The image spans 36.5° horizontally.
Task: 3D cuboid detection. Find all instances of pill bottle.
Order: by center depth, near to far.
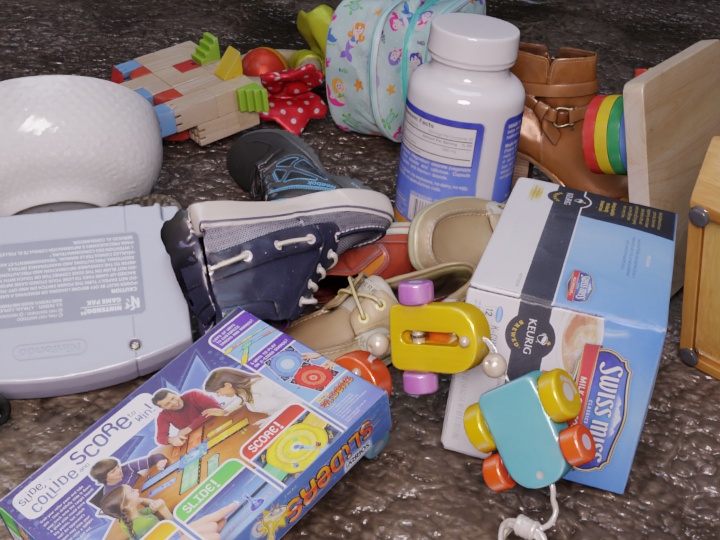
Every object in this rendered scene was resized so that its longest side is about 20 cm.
[{"bbox_3d":[0.094,-0.130,1.020,0.110,0.203,0.112,5,27,-3],"label":"pill bottle"}]

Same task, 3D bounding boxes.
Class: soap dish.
[{"bbox_3d":[0.316,0.016,0.816,0.081,0.202,0.156,-36,47,-27],"label":"soap dish"}]

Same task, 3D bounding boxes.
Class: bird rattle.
[{"bbox_3d":[-0.096,-0.227,1.316,0.161,0.114,0.201,5,39,23],"label":"bird rattle"}]

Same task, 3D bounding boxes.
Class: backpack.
[{"bbox_3d":[0.051,-0.241,1.247,0.149,0.180,0.199,20,35,35],"label":"backpack"}]

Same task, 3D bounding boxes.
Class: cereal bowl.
[{"bbox_3d":[-0.257,-0.077,0.907,0.197,0.200,0.084,-7,71,-23],"label":"cereal bowl"}]

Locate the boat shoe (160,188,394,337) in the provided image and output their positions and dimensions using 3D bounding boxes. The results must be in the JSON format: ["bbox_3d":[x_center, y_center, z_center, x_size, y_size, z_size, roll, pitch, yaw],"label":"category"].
[{"bbox_3d":[-0.049,-0.002,0.812,0.198,0.075,0.094,-8,72,-34],"label":"boat shoe"}]

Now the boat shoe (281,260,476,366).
[{"bbox_3d":[0.010,0.034,0.841,0.198,0.067,0.074,-15,34,-33],"label":"boat shoe"}]

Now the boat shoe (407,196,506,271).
[{"bbox_3d":[0.126,-0.024,0.929,0.198,0.073,0.065,3,2,-39],"label":"boat shoe"}]

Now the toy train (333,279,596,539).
[{"bbox_3d":[0.057,0.091,0.688,0.199,0.152,0.055,31,24,26],"label":"toy train"}]

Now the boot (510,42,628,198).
[{"bbox_3d":[0.233,-0.152,1.135,0.197,0.157,0.077,13,28,12],"label":"boot"}]

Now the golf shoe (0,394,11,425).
[{"bbox_3d":[-0.275,0.114,0.632,0.091,0.074,0.201,9,28,3],"label":"golf shoe"}]

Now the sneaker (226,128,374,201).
[{"bbox_3d":[-0.069,-0.077,1.026,0.081,0.074,0.199,-21,38,-40],"label":"sneaker"}]

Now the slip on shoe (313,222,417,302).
[{"bbox_3d":[0.000,0.000,0.919,0.197,0.074,0.062,-3,63,-28],"label":"slip on shoe"}]

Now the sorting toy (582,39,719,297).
[{"bbox_3d":[0.270,-0.093,1.004,0.069,0.202,0.199,6,23,36],"label":"sorting toy"}]

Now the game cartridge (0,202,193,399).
[{"bbox_3d":[-0.222,0.023,0.780,0.197,0.041,0.135,-5,60,-10],"label":"game cartridge"}]

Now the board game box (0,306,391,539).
[{"bbox_3d":[-0.095,0.114,0.646,0.134,0.035,0.200,26,52,34],"label":"board game box"}]

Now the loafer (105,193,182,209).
[{"bbox_3d":[-0.231,-0.001,0.864,0.197,0.069,0.076,-14,30,-3],"label":"loafer"}]

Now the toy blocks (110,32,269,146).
[{"bbox_3d":[-0.208,-0.189,1.205,0.135,0.101,0.200,-24,40,-26],"label":"toy blocks"}]

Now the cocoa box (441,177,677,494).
[{"bbox_3d":[0.150,0.038,0.789,0.129,0.135,0.200,13,28,12],"label":"cocoa box"}]
